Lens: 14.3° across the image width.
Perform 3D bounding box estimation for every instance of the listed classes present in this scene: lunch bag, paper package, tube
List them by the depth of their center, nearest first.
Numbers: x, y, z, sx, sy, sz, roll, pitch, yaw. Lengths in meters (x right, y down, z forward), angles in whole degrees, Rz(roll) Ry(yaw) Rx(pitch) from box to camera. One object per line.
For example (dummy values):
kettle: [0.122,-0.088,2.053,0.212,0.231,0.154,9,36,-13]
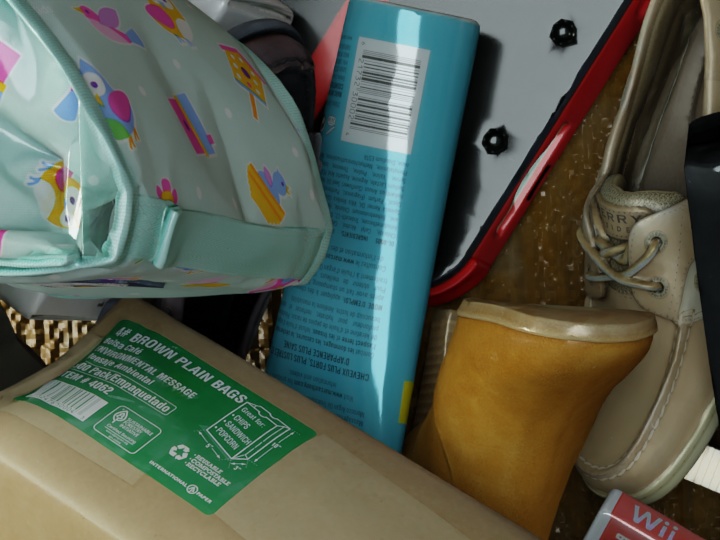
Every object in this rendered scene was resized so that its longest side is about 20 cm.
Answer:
lunch bag: [-0.115,-0.055,0.946,0.200,0.170,0.122,38,100,19]
paper package: [-0.045,0.139,1.018,0.199,0.103,0.192,29,133,27]
tube: [0.000,0.000,1.076,0.077,0.050,0.201,15,94,46]

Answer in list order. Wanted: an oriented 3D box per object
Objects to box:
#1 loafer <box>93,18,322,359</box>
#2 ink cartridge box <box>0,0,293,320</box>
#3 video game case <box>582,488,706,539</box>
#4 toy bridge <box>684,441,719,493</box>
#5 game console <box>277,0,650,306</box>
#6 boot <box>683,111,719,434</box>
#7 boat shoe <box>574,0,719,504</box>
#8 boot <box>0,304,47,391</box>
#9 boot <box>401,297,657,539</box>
loafer: [-0.051,0.001,1.067,0.063,0.072,0.201,49,132,32]
ink cartridge box: [-0.149,-0.094,1.096,0.200,0.084,0.145,35,98,13]
video game case: [0.152,0.180,1.062,0.199,0.017,0.143,30,130,7]
toy bridge: [0.146,0.080,1.097,0.067,0.027,0.201,21,94,6]
game console: [0.012,-0.106,1.118,0.176,0.031,0.201,33,94,12]
boot: [0.205,0.032,1.035,0.164,0.066,0.201,-11,106,-3]
boat shoe: [0.108,-0.014,1.071,0.071,0.064,0.201,9,84,45]
boot: [-0.163,0.025,1.067,0.073,0.200,0.076,-30,70,-15]
boot: [0.056,0.085,1.028,0.070,0.201,0.145,5,85,-12]
